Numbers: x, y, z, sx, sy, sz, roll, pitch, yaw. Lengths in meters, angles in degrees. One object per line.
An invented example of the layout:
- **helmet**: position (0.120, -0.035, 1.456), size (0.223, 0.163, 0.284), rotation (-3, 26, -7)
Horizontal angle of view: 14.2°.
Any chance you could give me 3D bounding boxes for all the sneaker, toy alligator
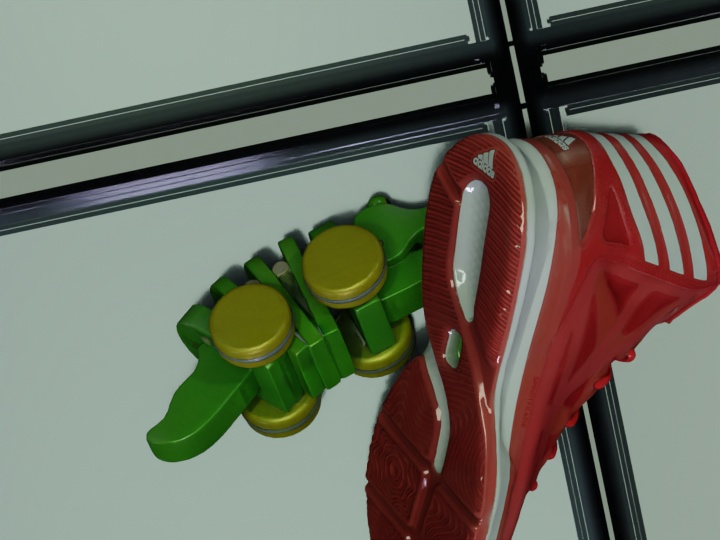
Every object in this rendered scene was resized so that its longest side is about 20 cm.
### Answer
- **sneaker**: position (0.075, 0.041, 1.041), size (0.115, 0.078, 0.201), rotation (-7, 127, -30)
- **toy alligator**: position (0.000, 0.000, 1.055), size (0.200, 0.059, 0.054), rotation (-33, 54, -8)
